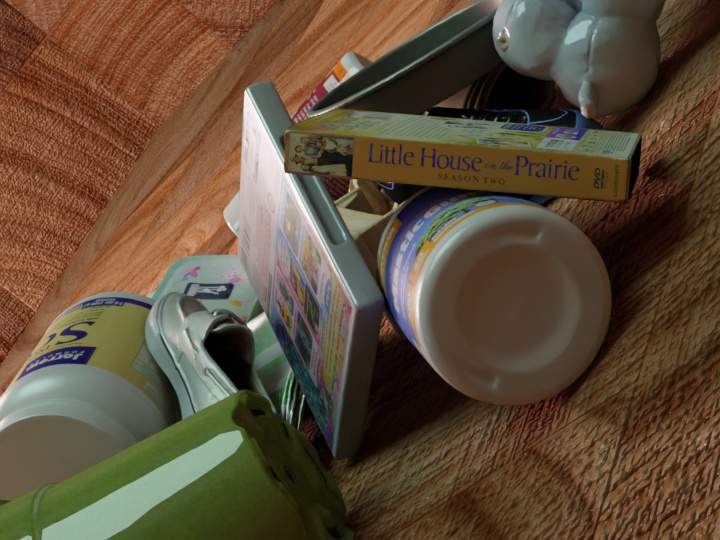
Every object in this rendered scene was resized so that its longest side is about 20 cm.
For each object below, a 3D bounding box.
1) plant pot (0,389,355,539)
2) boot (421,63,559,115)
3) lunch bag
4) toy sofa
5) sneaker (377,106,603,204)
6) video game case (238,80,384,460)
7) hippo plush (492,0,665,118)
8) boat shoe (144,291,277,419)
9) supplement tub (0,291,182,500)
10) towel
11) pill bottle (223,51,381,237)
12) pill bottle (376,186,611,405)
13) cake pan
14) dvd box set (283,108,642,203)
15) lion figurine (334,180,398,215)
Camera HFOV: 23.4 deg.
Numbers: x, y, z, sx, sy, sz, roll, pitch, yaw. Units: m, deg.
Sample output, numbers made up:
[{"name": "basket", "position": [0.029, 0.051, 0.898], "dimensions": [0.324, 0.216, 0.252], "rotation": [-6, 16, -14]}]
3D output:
[{"name": "plant pot", "position": [-0.111, 0.175, 1.084], "dimensions": [0.190, 0.200, 0.200], "rotation": [-36, 15, 9]}, {"name": "boot", "position": [0.112, -0.152, 1.416], "dimensions": [0.200, 0.073, 0.155], "rotation": [-45, 15, -32]}, {"name": "lunch bag", "position": [-0.169, 0.072, 1.663], "dimensions": [0.200, 0.122, 0.171], "rotation": [-33, 14, 21]}, {"name": "toy sofa", "position": [0.000, 0.000, 1.302], "dimensions": [0.097, 0.083, 0.200], "rotation": [-34, 11, -9]}, {"name": "sneaker", "position": [0.081, -0.084, 1.251], "dimensions": [0.200, 0.078, 0.070], "rotation": [-17, 44, 48]}, {"name": "video game case", "position": [-0.037, 0.004, 1.157], "dimensions": [0.024, 0.183, 0.200], "rotation": [-18, -29, -17]}, {"name": "hippo plush", "position": [0.179, -0.193, 1.197], "dimensions": [0.159, 0.199, 0.162], "rotation": [-37, -32, -58]}, {"name": "boat shoe", "position": [-0.103, 0.064, 1.269], "dimensions": [0.070, 0.071, 0.200], "rotation": [-54, 30, 18]}, {"name": "supplement tub", "position": [-0.199, 0.117, 1.315], "dimensions": [0.145, 0.145, 0.200], "rotation": [-46, 10, 21]}, {"name": "towel", "position": [-0.084, 0.123, 1.286], "dimensions": [0.152, 0.023, 0.201], "rotation": [-36, 42, 51]}, {"name": "pill bottle", "position": [-0.032, -0.099, 1.665], "dimensions": [0.200, 0.114, 0.114], "rotation": [-48, 13, 12]}, {"name": "pill bottle", "position": [0.069, 0.004, 1.036], "dimensions": [0.112, 0.112, 0.200], "rotation": [-51, 13, 1]}, {"name": "cake pan", "position": [0.053, -0.155, 1.315], "dimensions": [0.200, 0.037, 0.200], "rotation": [-31, 11, 6]}, {"name": "dvd box set", "position": [0.066, -0.071, 1.046], "dimensions": [0.146, 0.199, 0.030], "rotation": [-41, -44, -76]}, {"name": "lion figurine", "position": [-0.020, -0.038, 1.547], "dimensions": [0.200, 0.072, 0.123], "rotation": [-33, 55, 37]}]
